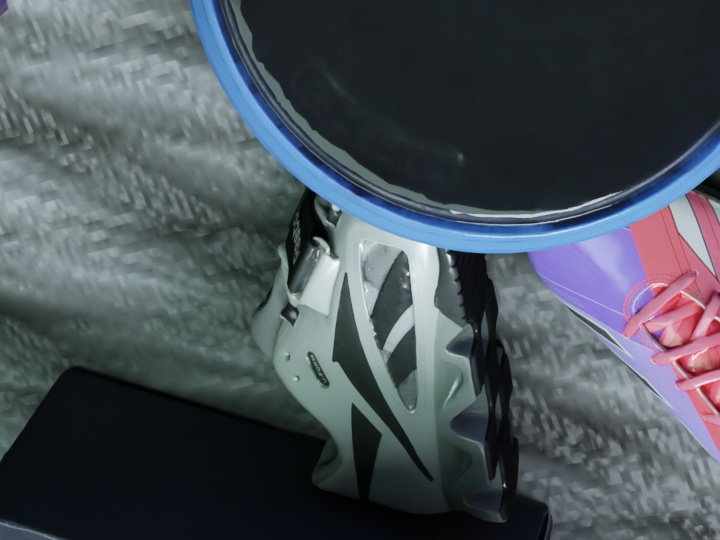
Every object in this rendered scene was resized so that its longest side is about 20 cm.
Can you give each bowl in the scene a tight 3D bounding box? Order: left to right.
[{"bbox_3d":[0.043,-0.104,0.710,0.199,0.039,0.203,0,98,2],"label":"bowl"}]

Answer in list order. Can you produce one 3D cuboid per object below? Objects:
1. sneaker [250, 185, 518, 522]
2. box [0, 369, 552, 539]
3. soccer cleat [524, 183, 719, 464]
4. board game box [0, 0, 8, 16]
[{"bbox_3d":[0.000,0.000,0.803,0.088,0.074,0.202,0,117,14],"label":"sneaker"},{"bbox_3d":[-0.047,0.162,0.886,0.198,0.104,0.183,16,121,7],"label":"box"},{"bbox_3d":[0.134,0.039,0.786,0.200,0.073,0.068,39,121,-7],"label":"soccer cleat"},{"bbox_3d":[-0.216,-0.158,0.809,0.119,0.032,0.201,-18,111,19],"label":"board game box"}]
